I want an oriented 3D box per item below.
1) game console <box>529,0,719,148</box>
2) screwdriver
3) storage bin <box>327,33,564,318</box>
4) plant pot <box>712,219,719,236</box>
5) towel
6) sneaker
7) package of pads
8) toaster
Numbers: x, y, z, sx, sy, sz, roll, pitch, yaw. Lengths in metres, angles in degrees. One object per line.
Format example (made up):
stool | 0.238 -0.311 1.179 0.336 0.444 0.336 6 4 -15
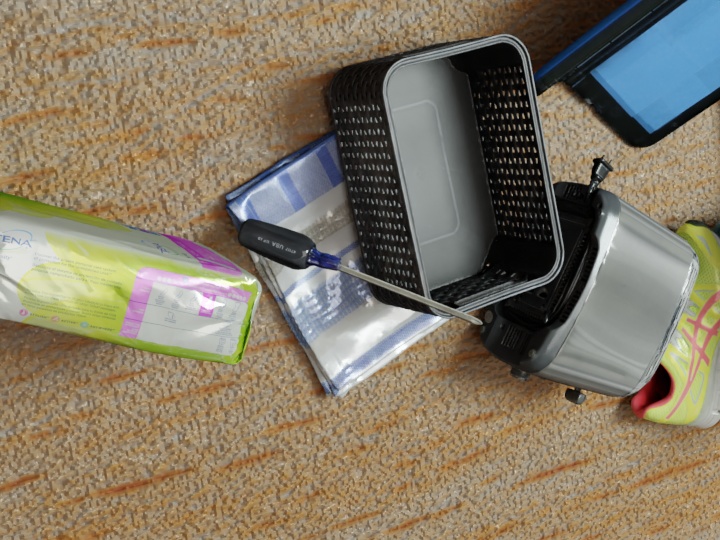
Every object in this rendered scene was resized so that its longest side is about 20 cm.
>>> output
game console | 0.260 -0.177 0.933 0.200 0.171 0.118 -37 92 29
screwdriver | 0.000 0.000 0.875 0.199 0.028 0.029 17 66 11
storage bin | 0.068 -0.076 0.921 0.135 0.094 0.201 -18 103 -25
plant pot | 0.445 0.012 1.037 0.187 0.200 0.201 -22 109 -7
towel | -0.009 -0.010 0.955 0.147 0.024 0.200 -33 112 -14
sneaker | 0.292 0.054 1.068 0.090 0.078 0.201 -3 101 -15
package of pads | -0.182 0.003 0.813 0.199 0.154 0.068 14 96 -24
toaster | 0.203 0.014 1.003 0.129 0.114 0.201 24 90 -29
